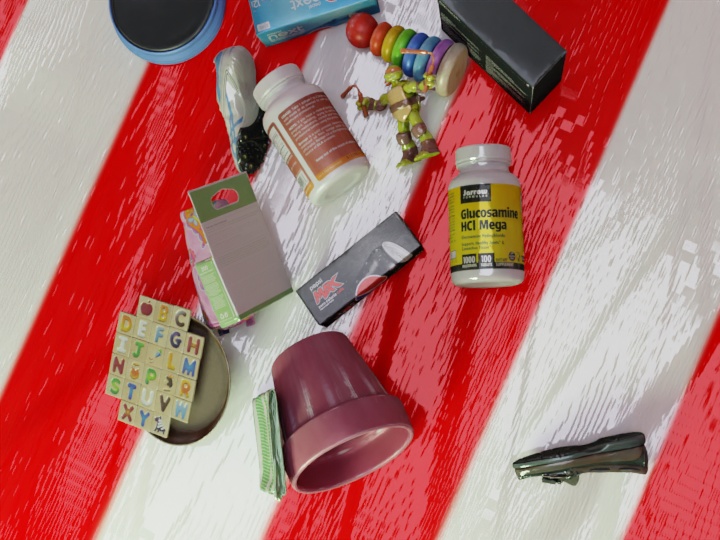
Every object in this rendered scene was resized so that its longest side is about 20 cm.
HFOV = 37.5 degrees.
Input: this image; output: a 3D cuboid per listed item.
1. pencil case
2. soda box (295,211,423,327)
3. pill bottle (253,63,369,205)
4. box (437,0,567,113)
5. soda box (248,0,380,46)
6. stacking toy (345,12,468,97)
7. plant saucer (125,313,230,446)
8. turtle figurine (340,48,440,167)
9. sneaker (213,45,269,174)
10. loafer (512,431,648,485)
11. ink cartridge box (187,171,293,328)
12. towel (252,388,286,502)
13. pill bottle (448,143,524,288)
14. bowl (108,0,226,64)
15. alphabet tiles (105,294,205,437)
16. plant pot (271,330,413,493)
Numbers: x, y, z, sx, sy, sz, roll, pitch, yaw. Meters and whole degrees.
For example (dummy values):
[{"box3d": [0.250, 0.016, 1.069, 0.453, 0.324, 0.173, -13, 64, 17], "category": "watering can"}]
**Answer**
[{"box3d": [-0.221, -0.006, 1.652, 0.086, 0.087, 0.204, -16, 83, 7], "category": "pencil case"}, {"box3d": [0.000, 0.000, 1.623, 0.199, 0.063, 0.071, -39, 80, 4], "category": "soda box"}, {"box3d": [-0.080, -0.212, 1.633, 0.111, 0.112, 0.202, -33, 80, 4], "category": "pill bottle"}, {"box3d": [0.210, -0.346, 1.586, 0.079, 0.141, 0.200, -45, 80, 2], "category": "box"}, {"box3d": [-0.072, -0.420, 1.676, 0.196, 0.068, 0.065, -15, 82, 7], "category": "soda box"}, {"box3d": [0.065, -0.344, 1.648, 0.198, 0.085, 0.087, 27, 89, 18], "category": "stacking toy"}, {"box3d": [-0.278, 0.168, 1.645, 0.196, 0.032, 0.205, 0, 91, 25], "category": "plant saucer"}, {"box3d": [0.061, -0.245, 1.629, 0.198, 0.064, 0.164, -15, 93, 41], "category": "turtle figurine"}, {"box3d": [-0.193, -0.252, 1.686, 0.072, 0.071, 0.204, -7, 90, 47], "category": "sneaker"}, {"box3d": [0.322, 0.286, 1.541, 0.196, 0.072, 0.064, -14, 88, 5], "category": "loafer"}, {"box3d": [-0.190, -0.033, 1.596, 0.047, 0.145, 0.203, -21, 94, 36], "category": "ink cartridge box"}, {"box3d": [-0.135, 0.255, 1.553, 0.023, 0.200, 0.156, -5, 83, -11], "category": "towel"}, {"box3d": [0.186, -0.080, 1.576, 0.110, 0.112, 0.205, -3, 84, 9], "category": "pill bottle"}, {"box3d": [-0.318, -0.441, 1.732, 0.196, 0.039, 0.205, -1, 84, 9], "category": "bowl"}, {"box3d": [-0.321, 0.148, 1.645, 0.164, 0.006, 0.204, 15, 96, 26], "category": "alphabet tiles"}, {"box3d": [-0.043, 0.200, 1.554, 0.198, 0.200, 0.181, -29, 65, 5], "category": "plant pot"}]
